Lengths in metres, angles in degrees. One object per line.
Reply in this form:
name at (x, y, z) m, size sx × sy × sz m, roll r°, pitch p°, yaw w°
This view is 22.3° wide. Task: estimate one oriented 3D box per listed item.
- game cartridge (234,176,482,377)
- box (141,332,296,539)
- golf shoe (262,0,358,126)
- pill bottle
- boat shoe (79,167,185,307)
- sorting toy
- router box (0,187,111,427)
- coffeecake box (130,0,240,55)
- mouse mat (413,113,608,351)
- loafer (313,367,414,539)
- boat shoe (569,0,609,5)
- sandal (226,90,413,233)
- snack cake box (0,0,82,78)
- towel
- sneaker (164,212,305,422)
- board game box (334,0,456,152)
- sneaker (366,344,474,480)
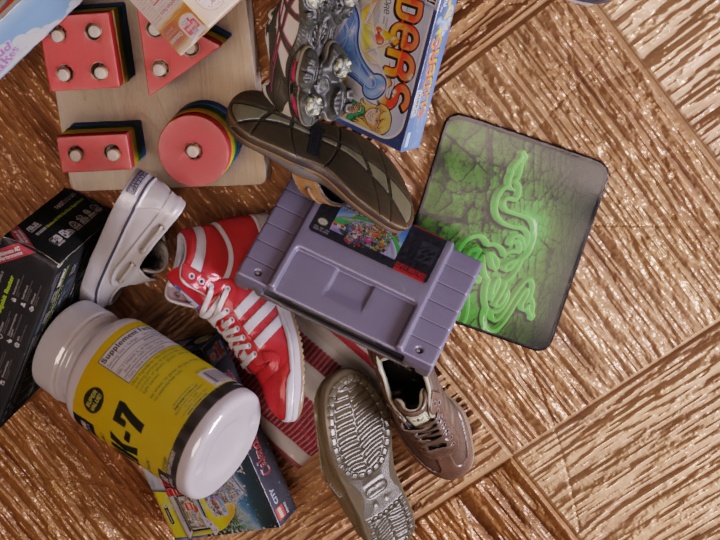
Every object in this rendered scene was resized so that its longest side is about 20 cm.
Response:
game cartridge at (0.000, 0.000, 1.680) m, size 0.199 × 0.130 × 0.038 m, roll 25°, pitch 154°, yaw 5°
box at (-0.161, 0.167, 1.808) m, size 0.136 × 0.038 × 0.201 m, roll -12°, pitch 108°, yaw 32°
golf shoe at (-0.048, -0.229, 1.590) m, size 0.088 × 0.077 × 0.202 m, roll 23°, pitch 109°, yaw 44°
pill bottle at (-0.201, 0.116, 1.704) m, size 0.199 × 0.114 × 0.115 m, roll 30°, pitch 116°, yaw 22°
boat shoe at (-0.211, -0.018, 1.721) m, size 0.065 × 0.072 × 0.200 m, roll 29°, pitch 137°, yaw -2°
sorting toy at (-0.195, -0.167, 1.688) m, size 0.197 × 0.070 × 0.202 m, roll -1°, pitch 110°, yaw 13°
router box at (-0.316, 0.037, 1.747) m, size 0.062 × 0.150 × 0.201 m, roll 27°, pitch 113°, yaw 4°
coffeecake box at (-0.162, -0.315, 1.575) m, size 0.200 × 0.154 × 0.073 m, roll 47°, pitch 151°, yaw -8°
mouse mat at (0.129, -0.033, 1.704) m, size 0.160 × 0.008 × 0.201 m, roll 18°, pitch 114°, yaw 5°
loafer at (-0.007, 0.184, 1.771) m, size 0.067 × 0.076 × 0.201 m, roll 17°, pitch 127°, yaw 54°
boat shoe at (0.138, -0.288, 1.574) m, size 0.199 × 0.060 × 0.074 m, roll 31°, pitch 118°, yaw 0°
sandal at (-0.040, -0.093, 1.671) m, size 0.199 × 0.082 × 0.055 m, roll 25°, pitch 136°, yaw -16°
snack cake box at (-0.326, -0.256, 1.635) m, size 0.200 × 0.067 × 0.115 m, roll -41°, pitch 68°, yaw 9°
towel at (-0.049, 0.086, 1.781) m, size 0.144 × 0.023 × 0.200 m, roll 41°, pitch 115°, yaw -7°
sneaker at (-0.119, 0.048, 1.696) m, size 0.112 × 0.071 × 0.202 m, roll -6°, pitch 74°, yaw -22°
board game box at (0.015, -0.223, 1.615) m, size 0.135 × 0.034 × 0.201 m, roll 26°, pitch 116°, yaw 27°
sneaker at (0.051, 0.132, 1.732) m, size 0.070 × 0.076 × 0.201 m, roll -19°, pitch 116°, yaw 15°
